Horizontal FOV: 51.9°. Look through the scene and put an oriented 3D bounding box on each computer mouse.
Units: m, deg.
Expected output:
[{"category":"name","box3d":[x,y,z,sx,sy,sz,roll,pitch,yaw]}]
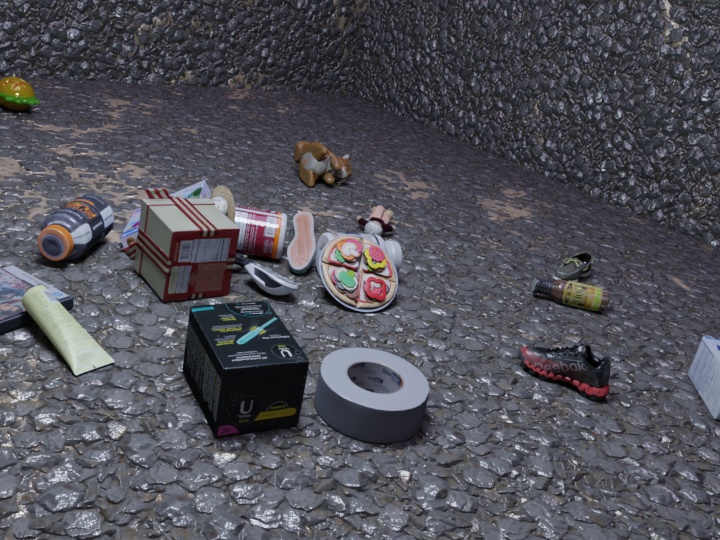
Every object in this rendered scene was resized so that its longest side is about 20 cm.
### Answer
[{"category":"computer mouse","box3d":[-0.227,0.013,1.653,0.198,0.045,0.109,28,4,28]}]

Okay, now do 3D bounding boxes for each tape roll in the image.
[{"category":"tape roll","box3d":[0.020,0.214,1.292,0.196,0.067,0.201,10,22,-4]}]

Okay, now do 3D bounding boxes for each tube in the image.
[{"category":"tube","box3d":[-0.514,0.106,1.279,0.199,0.052,0.058,39,73,23]}]

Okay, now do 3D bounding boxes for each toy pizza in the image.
[{"category":"toy pizza","box3d":[0.000,0.000,1.693,0.196,0.032,0.204,12,57,-19]}]

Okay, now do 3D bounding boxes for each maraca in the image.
[{"category":"maraca","box3d":[-1.176,-0.600,2.529,0.135,0.109,0.199,-7,29,-40]}]

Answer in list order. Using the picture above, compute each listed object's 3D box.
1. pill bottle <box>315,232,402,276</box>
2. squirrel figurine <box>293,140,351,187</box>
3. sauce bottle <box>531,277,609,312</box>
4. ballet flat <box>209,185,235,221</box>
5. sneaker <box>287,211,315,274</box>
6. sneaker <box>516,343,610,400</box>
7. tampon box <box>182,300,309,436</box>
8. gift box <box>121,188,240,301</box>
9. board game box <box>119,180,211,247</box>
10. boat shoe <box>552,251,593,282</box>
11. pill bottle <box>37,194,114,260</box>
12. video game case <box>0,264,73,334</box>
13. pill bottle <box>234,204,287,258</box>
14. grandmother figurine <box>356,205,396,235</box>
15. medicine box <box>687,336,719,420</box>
[{"category":"pill bottle","box3d":[-0.002,-0.033,1.803,0.196,0.113,0.111,1,24,-25]},{"category":"squirrel figurine","box3d":[-0.125,-0.370,2.514,0.184,0.144,0.199,0,27,-43]},{"category":"sauce bottle","box3d":[0.550,0.060,1.943,0.195,0.066,0.065,11,22,2]},{"category":"ballet flat","box3d":[-0.329,-0.109,1.713,0.069,0.205,0.065,-6,-16,8]},{"category":"sneaker","box3d":[-0.142,-0.053,1.841,0.070,0.081,0.202,1,44,2]},{"category":"sneaker","box3d":[0.426,0.187,1.530,0.197,0.100,0.071,20,25,22]},{"category":"tampon box","box3d":[-0.195,0.157,1.229,0.147,0.129,0.200,-2,27,-29]},{"category":"gift box","box3d":[-0.386,-0.059,1.568,0.197,0.188,0.186,1,25,-40]},{"category":"board game box","box3d":[-0.460,-0.133,1.762,0.196,0.042,0.200,-22,24,3]},{"category":"boat shoe","box3d":[0.618,-0.010,2.145,0.071,0.061,0.200,27,26,32]},{"category":"pill bottle","box3d":[-0.625,-0.089,1.614,0.104,0.108,0.201,12,23,0]},{"category":"video game case","box3d":[-0.667,0.054,1.358,0.178,0.026,0.199,23,24,23]},{"category":"pill bottle","box3d":[-0.282,-0.099,1.808,0.195,0.115,0.113,10,22,-7]},{"category":"grandmother figurine","box3d":[0.046,-0.140,2.157,0.118,0.062,0.200,5,19,5]},{"category":"medicine box","box3d":[0.836,0.248,1.594,0.178,0.105,0.201,13,23,2]}]
